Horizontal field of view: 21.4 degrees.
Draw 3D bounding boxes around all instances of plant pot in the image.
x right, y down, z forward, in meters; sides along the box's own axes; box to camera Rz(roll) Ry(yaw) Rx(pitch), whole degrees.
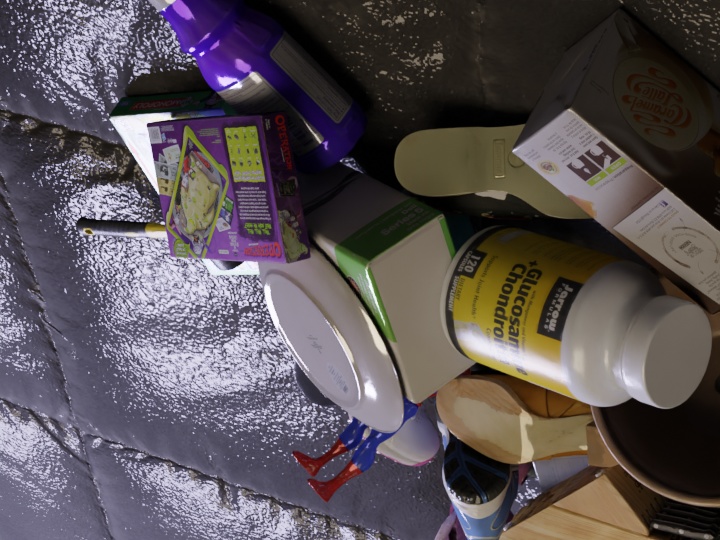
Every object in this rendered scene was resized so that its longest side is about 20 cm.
[{"bbox_3d":[0.288,0.088,1.522,0.200,0.202,0.093,15,177,20],"label":"plant pot"}]

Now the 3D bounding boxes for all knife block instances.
[{"bbox_3d":[0.238,0.246,1.631,0.200,0.064,0.176,-37,90,38],"label":"knife block"}]

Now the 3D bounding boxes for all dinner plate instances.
[{"bbox_3d":[-0.032,0.053,1.576,0.200,0.024,0.200,47,158,25],"label":"dinner plate"}]

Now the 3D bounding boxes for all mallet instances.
[{"bbox_3d":[-0.191,-0.044,1.744,0.199,0.041,0.066,9,141,33],"label":"mallet"}]

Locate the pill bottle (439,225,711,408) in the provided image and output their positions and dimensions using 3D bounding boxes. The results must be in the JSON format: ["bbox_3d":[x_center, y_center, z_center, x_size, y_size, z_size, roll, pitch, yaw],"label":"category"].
[{"bbox_3d":[0.164,0.039,1.458,0.200,0.112,0.112,19,147,45],"label":"pill bottle"}]

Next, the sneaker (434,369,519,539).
[{"bbox_3d":[0.104,0.161,1.693,0.075,0.200,0.077,-2,124,11],"label":"sneaker"}]

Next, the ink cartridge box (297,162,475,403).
[{"bbox_3d":[0.000,0.000,1.578,0.200,0.084,0.146,31,148,50],"label":"ink cartridge box"}]

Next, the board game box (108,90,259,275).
[{"bbox_3d":[-0.123,-0.076,1.709,0.134,0.029,0.200,0,135,37],"label":"board game box"}]

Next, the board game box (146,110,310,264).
[{"bbox_3d":[-0.111,-0.068,1.566,0.200,0.032,0.121,4,102,57],"label":"board game box"}]

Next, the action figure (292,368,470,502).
[{"bbox_3d":[0.020,0.106,1.669,0.099,0.200,0.065,51,-178,-40],"label":"action figure"}]

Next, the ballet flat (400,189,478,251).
[{"bbox_3d":[0.083,0.005,1.629,0.072,0.072,0.201,-5,127,39],"label":"ballet flat"}]

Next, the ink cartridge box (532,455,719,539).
[{"bbox_3d":[0.257,0.184,1.669,0.199,0.059,0.104,-8,106,35],"label":"ink cartridge box"}]

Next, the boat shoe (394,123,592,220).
[{"bbox_3d":[0.129,-0.077,1.504,0.201,0.074,0.063,5,173,17],"label":"boat shoe"}]

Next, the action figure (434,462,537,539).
[{"bbox_3d":[0.103,0.205,1.768,0.148,0.201,0.134,4,170,-37],"label":"action figure"}]

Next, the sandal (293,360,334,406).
[{"bbox_3d":[-0.007,0.086,1.810,0.076,0.043,0.200,39,144,-12],"label":"sandal"}]

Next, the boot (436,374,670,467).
[{"bbox_3d":[0.181,0.117,1.640,0.201,0.144,0.071,12,110,34],"label":"boot"}]

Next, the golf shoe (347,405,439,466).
[{"bbox_3d":[0.023,0.099,1.736,0.091,0.075,0.200,-24,119,29],"label":"golf shoe"}]

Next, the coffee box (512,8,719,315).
[{"bbox_3d":[0.223,-0.077,1.388,0.200,0.115,0.080,39,144,-11],"label":"coffee box"}]

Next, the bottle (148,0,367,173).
[{"bbox_3d":[-0.086,-0.166,1.539,0.200,0.065,0.083,44,152,-18],"label":"bottle"}]
